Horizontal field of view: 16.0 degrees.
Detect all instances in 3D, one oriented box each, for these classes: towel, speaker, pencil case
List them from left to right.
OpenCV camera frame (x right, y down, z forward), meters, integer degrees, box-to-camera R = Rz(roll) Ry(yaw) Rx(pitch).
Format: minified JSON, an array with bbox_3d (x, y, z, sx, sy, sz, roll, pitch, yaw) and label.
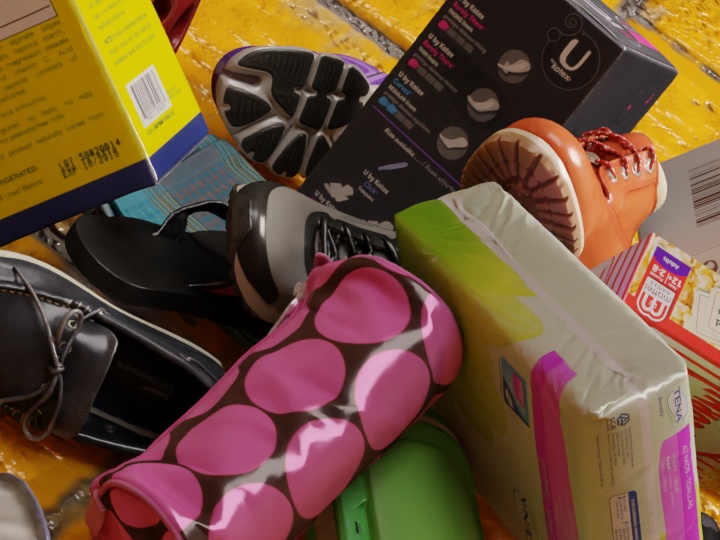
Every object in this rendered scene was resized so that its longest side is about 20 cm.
[{"bbox_3d":[-0.044,0.077,1.214,0.094,0.091,0.200,42,56,7],"label":"pencil case"},{"bbox_3d":[-0.046,0.004,1.451,0.200,0.022,0.147,39,30,10],"label":"towel"},{"bbox_3d":[0.022,0.153,1.233,0.088,0.089,0.200,21,32,-21],"label":"speaker"}]

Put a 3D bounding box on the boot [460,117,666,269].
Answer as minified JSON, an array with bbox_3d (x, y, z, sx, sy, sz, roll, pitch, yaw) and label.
[{"bbox_3d":[0.117,-0.048,1.390,0.075,0.107,0.200,34,-12,21],"label":"boot"}]

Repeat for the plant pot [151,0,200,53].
[{"bbox_3d":[-0.171,-0.213,1.489,0.200,0.183,0.201,25,32,-17],"label":"plant pot"}]

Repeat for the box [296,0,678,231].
[{"bbox_3d":[0.072,-0.077,1.484,0.106,0.200,0.122,43,13,17],"label":"box"}]

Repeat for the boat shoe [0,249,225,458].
[{"bbox_3d":[-0.145,0.043,1.236,0.200,0.075,0.062,23,10,-28],"label":"boat shoe"}]

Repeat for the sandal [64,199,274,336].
[{"bbox_3d":[-0.077,-0.007,1.342,0.075,0.045,0.200,47,17,23],"label":"sandal"}]

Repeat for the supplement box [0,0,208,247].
[{"bbox_3d":[-0.177,-0.129,1.323,0.201,0.109,0.110,66,17,-11],"label":"supplement box"}]

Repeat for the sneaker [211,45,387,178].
[{"bbox_3d":[-0.032,-0.102,1.588,0.083,0.081,0.200,30,11,33],"label":"sneaker"}]

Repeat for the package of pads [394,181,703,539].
[{"bbox_3d":[0.094,0.068,1.261,0.068,0.155,0.200,-22,38,-16],"label":"package of pads"}]

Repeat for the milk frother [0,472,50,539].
[{"bbox_3d":[-0.219,0.073,0.996,0.188,0.200,0.181,12,32,-34],"label":"milk frother"}]

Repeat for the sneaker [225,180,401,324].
[{"bbox_3d":[0.000,0.000,1.342,0.200,0.079,0.074,29,55,-48],"label":"sneaker"}]

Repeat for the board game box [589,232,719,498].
[{"bbox_3d":[0.193,0.066,1.351,0.200,0.151,0.046,31,67,-11],"label":"board game box"}]

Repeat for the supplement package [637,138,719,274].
[{"bbox_3d":[0.255,0.028,1.529,0.117,0.117,0.200,-89,153,-57],"label":"supplement package"}]

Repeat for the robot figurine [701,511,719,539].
[{"bbox_3d":[0.213,0.206,1.308,0.150,0.125,0.200,19,28,7],"label":"robot figurine"}]
